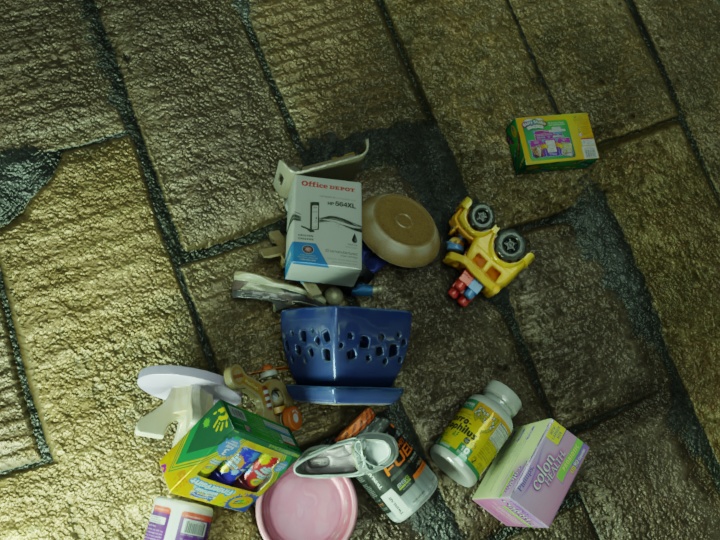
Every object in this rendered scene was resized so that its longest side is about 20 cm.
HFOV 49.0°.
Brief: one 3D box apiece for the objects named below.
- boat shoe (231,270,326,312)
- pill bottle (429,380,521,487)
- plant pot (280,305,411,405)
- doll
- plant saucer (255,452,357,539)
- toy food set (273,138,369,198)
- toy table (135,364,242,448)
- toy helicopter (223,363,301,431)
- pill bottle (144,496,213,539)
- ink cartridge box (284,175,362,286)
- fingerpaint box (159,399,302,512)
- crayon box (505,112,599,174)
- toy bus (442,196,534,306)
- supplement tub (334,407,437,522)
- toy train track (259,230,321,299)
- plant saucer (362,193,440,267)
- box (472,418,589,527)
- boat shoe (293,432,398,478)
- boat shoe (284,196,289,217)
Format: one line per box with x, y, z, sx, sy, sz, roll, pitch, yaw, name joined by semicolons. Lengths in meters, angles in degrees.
-0.168;0.054;1.620;0.197;0.072;0.066;17;85;-14;boat shoe
0.240;0.326;1.609;0.113;0.113;0.200;42;70;2;pill bottle
-0.030;0.167;1.527;0.197;0.198;0.184;7;79;-37;plant pot
0.000;0.000;1.680;0.136;0.049;0.200;42;70;15;doll
-0.105;0.457;1.523;0.196;0.051;0.204;4;73;-11;plant saucer
-0.083;-0.222;1.678;0.197;0.144;0.061;-18;78;-17;toy food set
-0.323;0.263;1.475;0.196;0.185;0.119;8;56;-9;toy table
-0.190;0.226;1.517;0.078;0.200;0.134;-17;52;27;toy helicopter
-0.340;0.518;1.418;0.109;0.112;0.204;15;71;-8;pill bottle
-0.073;-0.081;1.592;0.143;0.085;0.203;5;63;-12;ink cartridge box
-0.229;0.339;1.422;0.167;0.199;0.074;-44;49;8;fingerpaint box
0.454;-0.301;1.871;0.196;0.058;0.121;-7;75;-15;crayon box
0.246;-0.029;1.717;0.200;0.136;0.192;43;85;4;toy bus
0.047;0.376;1.544;0.122;0.123;0.200;-40;86;-20;supplement tub
-0.137;-0.007;1.625;0.113;0.033;0.201;-12;47;-31;toy train track
0.088;-0.098;1.698;0.197;0.036;0.203;13;49;-16;plant saucer
0.332;0.403;1.562;0.096;0.200;0.177;36;69;0;box
-0.027;0.349;1.463;0.198;0.065;0.076;-11;90;18;boat shoe
-0.079;-0.086;1.675;0.199;0.057;0.069;41;61;7;boat shoe
